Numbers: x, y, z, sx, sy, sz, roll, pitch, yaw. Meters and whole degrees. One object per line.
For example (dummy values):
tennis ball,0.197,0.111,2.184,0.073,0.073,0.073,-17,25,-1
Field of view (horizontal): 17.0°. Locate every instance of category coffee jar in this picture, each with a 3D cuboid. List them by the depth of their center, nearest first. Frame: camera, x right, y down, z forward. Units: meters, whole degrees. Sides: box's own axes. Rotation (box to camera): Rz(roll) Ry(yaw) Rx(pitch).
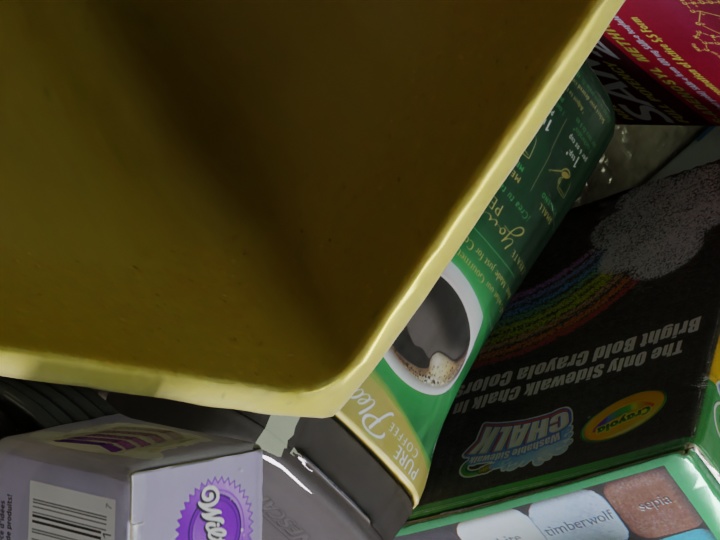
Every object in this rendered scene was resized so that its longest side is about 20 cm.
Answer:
coffee jar,0.000,0.000,0.795,0.104,0.085,0.200,47,62,-36

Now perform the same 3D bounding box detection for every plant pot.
plant pot,-0.072,-0.106,0.616,0.194,0.200,0.196,12,119,-45

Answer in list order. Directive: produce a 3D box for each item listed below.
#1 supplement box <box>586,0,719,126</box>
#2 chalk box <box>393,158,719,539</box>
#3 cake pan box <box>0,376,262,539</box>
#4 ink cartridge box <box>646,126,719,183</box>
supplement box,0.117,-0.097,0.818,0.109,0.200,0.061,33,70,-41
chalk box,0.099,0.078,0.826,0.124,0.125,0.200,52,39,-27
cake pan box,-0.105,0.124,0.639,0.052,0.184,0.200,-8,100,-48
ink cartridge box,0.197,0.033,0.996,0.145,0.085,0.200,-40,122,-35
